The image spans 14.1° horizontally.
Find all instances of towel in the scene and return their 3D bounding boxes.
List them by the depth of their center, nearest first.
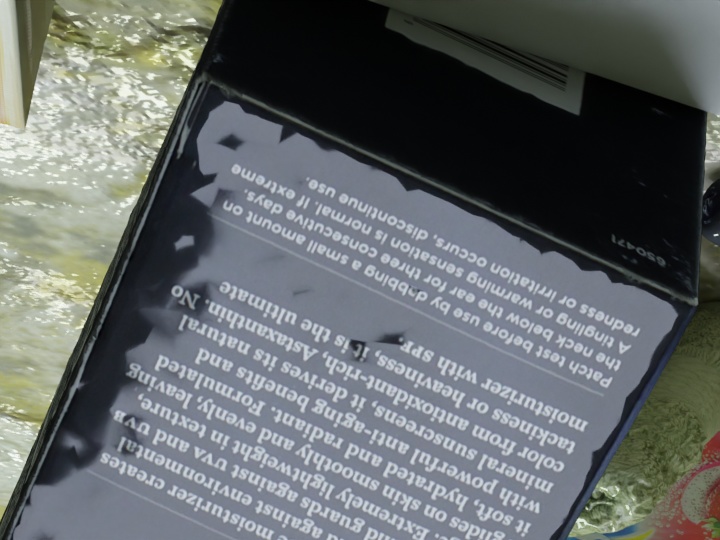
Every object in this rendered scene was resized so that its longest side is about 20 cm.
[{"bbox_3d":[0.047,0.058,1.081,0.199,0.148,0.037,-6,110,35],"label":"towel"}]

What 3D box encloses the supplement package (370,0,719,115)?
[{"bbox_3d":[0.087,-0.111,0.634,0.199,0.118,0.117,16,158,-19],"label":"supplement package"}]

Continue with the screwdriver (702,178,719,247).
[{"bbox_3d":[0.202,0.012,1.007,0.199,0.029,0.028,24,155,-21],"label":"screwdriver"}]

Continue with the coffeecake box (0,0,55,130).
[{"bbox_3d":[-0.184,-0.115,0.791,0.198,0.074,0.154,10,158,-1],"label":"coffeecake box"}]

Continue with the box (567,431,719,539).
[{"bbox_3d":[0.092,0.111,1.219,0.198,0.095,0.103,6,159,8],"label":"box"}]

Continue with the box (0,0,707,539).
[{"bbox_3d":[-0.006,0.016,0.720,0.123,0.200,0.199,25,119,-5],"label":"box"}]
